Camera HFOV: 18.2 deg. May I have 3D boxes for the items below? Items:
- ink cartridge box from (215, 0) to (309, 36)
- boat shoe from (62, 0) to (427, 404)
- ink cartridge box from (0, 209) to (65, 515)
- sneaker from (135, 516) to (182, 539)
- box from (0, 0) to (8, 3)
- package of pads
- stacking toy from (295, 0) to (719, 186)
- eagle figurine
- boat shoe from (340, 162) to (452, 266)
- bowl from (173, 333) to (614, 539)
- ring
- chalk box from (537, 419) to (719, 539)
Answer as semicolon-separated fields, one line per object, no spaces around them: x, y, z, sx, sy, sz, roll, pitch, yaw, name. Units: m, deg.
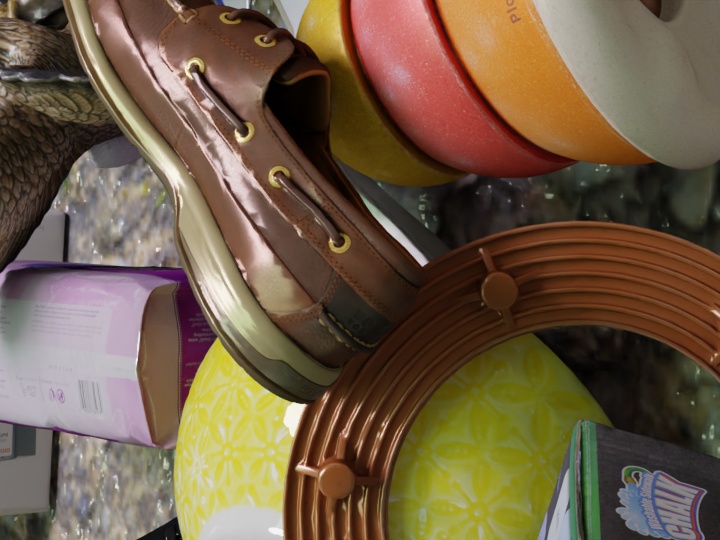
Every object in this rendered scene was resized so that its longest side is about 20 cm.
0.008;-0.158;0.919;0.200;0.041;0.200;-49;56;41;ink cartridge box
-0.039;-0.053;0.753;0.068;0.072;0.200;-35;64;16;boat shoe
-0.218;0.062;1.187;0.117;0.067;0.200;12;100;50;ink cartridge box
-0.081;0.148;1.004;0.200;0.088;0.076;-51;54;39;sneaker
-0.244;-0.141;1.182;0.200;0.106;0.122;13;102;50;box
-0.101;0.035;0.999;0.200;0.120;0.076;3;94;52;package of pads
0.025;-0.079;0.785;0.200;0.146;0.146;-20;75;33;stacking toy
-0.139;-0.072;0.958;0.200;0.151;0.152;-95;5;-53;eagle figurine
0.000;0.000;0.868;0.060;0.074;0.200;-45;81;8;boat shoe
-0.002;0.105;0.823;0.200;0.108;0.200;25;135;27;bowl
0.074;0.083;0.747;0.019;0.200;0.201;-84;-4;-84;ring
0.100;0.134;0.669;0.125;0.200;0.124;-74;-1;-70;chalk box
